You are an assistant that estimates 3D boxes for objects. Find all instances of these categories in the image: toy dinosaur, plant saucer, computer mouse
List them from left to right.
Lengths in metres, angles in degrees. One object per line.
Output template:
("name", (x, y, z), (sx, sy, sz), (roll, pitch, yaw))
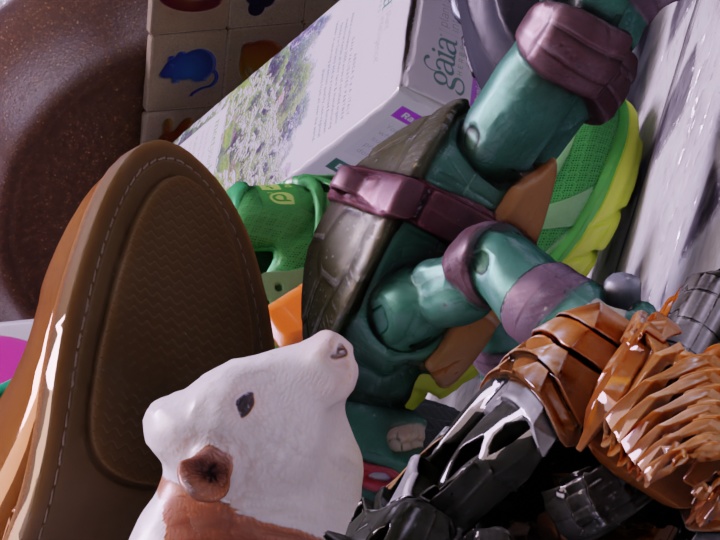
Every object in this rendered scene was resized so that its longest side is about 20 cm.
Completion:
("plant saucer", (-0.088, -0.035, 1.202), (0.037, 0.200, 0.201), (44, 121, 52))
("computer mouse", (0.026, -0.113, 0.978), (0.200, 0.034, 0.059), (59, -176, 29))
("toy dinosaur", (0.036, 0.050, 0.562), (0.136, 0.102, 0.200), (-57, -22, -12))

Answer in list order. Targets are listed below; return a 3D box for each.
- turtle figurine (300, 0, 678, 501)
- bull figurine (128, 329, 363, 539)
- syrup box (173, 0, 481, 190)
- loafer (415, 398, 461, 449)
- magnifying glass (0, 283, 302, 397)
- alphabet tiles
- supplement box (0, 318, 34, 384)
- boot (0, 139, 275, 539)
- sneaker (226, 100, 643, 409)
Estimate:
("turtle figurine", (0.037, -0.002, 0.740), (0.150, 0.100, 0.200), (-155, 89, -84))
("bull figurine", (-0.012, 0.117, 0.663), (0.065, 0.121, 0.201), (119, 168, -69))
("syrup box", (-0.007, -0.035, 1.095), (0.200, 0.081, 0.079), (-35, 36, 43))
("loafer", (0.011, 0.087, 0.907), (0.200, 0.072, 0.063), (-102, 24, -79))
("magnifying glass", (-0.041, 0.034, 0.818), (0.080, 0.200, 0.022), (53, 175, 40))
("alphabet tiles", (-0.013, -0.073, 1.195), (0.006, 0.166, 0.201), (-133, 42, -52))
("supplement box", (-0.052, 0.067, 1.011), (0.200, 0.103, 0.102), (13, -106, -74))
("boot", (-0.105, 0.068, 0.754), (0.154, 0.074, 0.201), (-14, 55, 41))
("sneaker", (0.000, 0.000, 0.872), (0.200, 0.084, 0.074), (-36, 12, -9))
